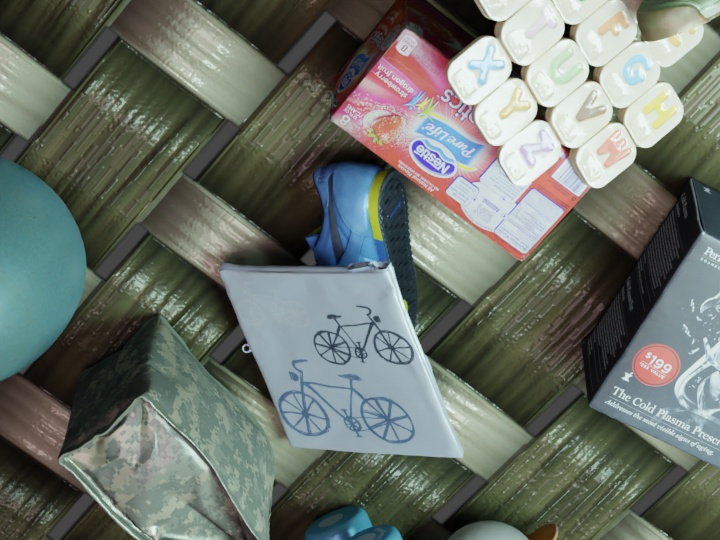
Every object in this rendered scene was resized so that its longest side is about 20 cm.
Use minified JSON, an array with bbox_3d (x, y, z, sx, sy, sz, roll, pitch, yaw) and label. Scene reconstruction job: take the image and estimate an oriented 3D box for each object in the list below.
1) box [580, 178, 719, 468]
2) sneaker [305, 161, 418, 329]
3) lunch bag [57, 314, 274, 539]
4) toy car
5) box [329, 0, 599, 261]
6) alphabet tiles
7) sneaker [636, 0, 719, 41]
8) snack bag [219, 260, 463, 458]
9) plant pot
[{"bbox_3d":[0.312,0.058,1.657,0.199,0.104,0.183,25,115,-10],"label":"box"},{"bbox_3d":[0.000,0.000,1.675,0.078,0.066,0.202,7,122,22],"label":"sneaker"},{"bbox_3d":[-0.150,0.165,1.705,0.117,0.164,0.200,-37,109,14],"label":"lunch bag"},{"bbox_3d":[0.085,0.277,1.780,0.199,0.177,0.186,-26,101,-14],"label":"toy car"},{"bbox_3d":[0.082,-0.115,1.585,0.199,0.096,0.100,35,113,-15],"label":"box"},{"bbox_3d":[0.164,-0.164,1.507,0.195,0.015,0.201,-39,116,-9],"label":"alphabet tiles"},{"bbox_3d":[0.279,-0.252,1.498,0.199,0.067,0.090,-28,105,-12],"label":"sneaker"},{"bbox_3d":[-0.019,0.072,1.682,0.187,0.021,0.201,0,124,37],"label":"snack bag"},{"bbox_3d":[-0.336,0.019,1.657,0.198,0.135,0.202,1,117,3],"label":"plant pot"}]
